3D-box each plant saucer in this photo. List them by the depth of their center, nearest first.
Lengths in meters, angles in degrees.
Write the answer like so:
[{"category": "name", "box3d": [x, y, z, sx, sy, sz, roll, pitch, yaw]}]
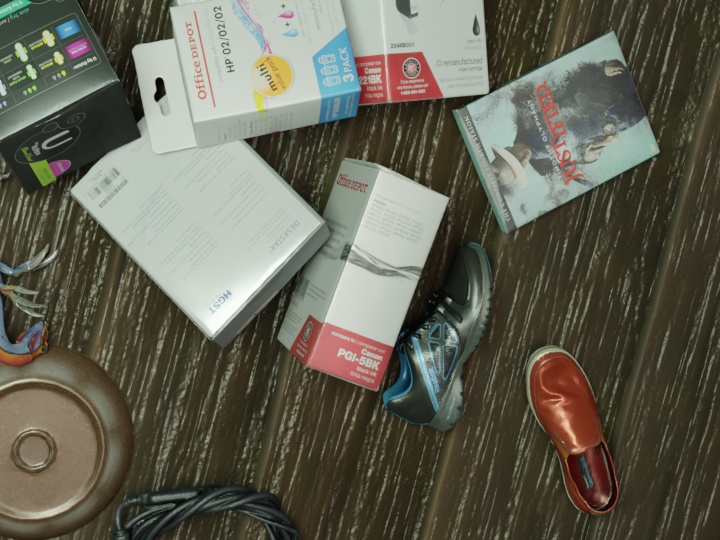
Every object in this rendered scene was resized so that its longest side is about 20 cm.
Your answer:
[{"category": "plant saucer", "box3d": [-0.324, 0.175, 1.257, 0.197, 0.037, 0.204, -2, 98, -13]}]

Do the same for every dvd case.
[{"category": "dvd case", "box3d": [0.212, -0.149, 1.356, 0.198, 0.022, 0.148, -26, 102, -9]}]

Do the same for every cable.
[{"category": "cable", "box3d": [-0.157, 0.301, 1.305, 0.196, 0.051, 0.166, -4, 98, -14]}]

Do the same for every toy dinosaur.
[{"category": "toy dinosaur", "box3d": [-0.366, -0.001, 1.221, 0.197, 0.105, 0.185, 5, 103, 20]}]

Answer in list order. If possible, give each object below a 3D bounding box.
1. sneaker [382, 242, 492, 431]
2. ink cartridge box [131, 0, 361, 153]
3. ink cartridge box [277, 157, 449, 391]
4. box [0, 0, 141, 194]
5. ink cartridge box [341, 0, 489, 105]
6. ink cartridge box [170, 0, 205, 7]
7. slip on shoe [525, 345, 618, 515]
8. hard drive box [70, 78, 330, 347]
[{"category": "sneaker", "box3d": [0.083, 0.066, 1.324, 0.081, 0.073, 0.203, 14, 92, -13]}, {"category": "ink cartridge box", "box3d": [-0.108, -0.188, 1.169, 0.197, 0.068, 0.117, -13, 77, -8]}, {"category": "ink cartridge box", "box3d": [0.000, 0.000, 1.257, 0.082, 0.147, 0.203, 20, 92, -17]}, {"category": "box", "box3d": [-0.300, -0.199, 1.130, 0.123, 0.149, 0.202, -28, 80, -8]}, {"category": "ink cartridge box", "box3d": [0.046, -0.269, 1.244, 0.143, 0.083, 0.204, -11, 100, -40]}, {"category": "ink cartridge box", "box3d": [-0.080, -0.249, 1.253, 0.197, 0.059, 0.106, -17, 100, -11]}, {"category": "slip on shoe", "box3d": [0.236, 0.176, 1.381, 0.073, 0.061, 0.203, -21, 100, -8]}, {"category": "hard drive box", "box3d": [-0.152, -0.054, 1.215, 0.156, 0.077, 0.200, -44, 81, -4]}]
